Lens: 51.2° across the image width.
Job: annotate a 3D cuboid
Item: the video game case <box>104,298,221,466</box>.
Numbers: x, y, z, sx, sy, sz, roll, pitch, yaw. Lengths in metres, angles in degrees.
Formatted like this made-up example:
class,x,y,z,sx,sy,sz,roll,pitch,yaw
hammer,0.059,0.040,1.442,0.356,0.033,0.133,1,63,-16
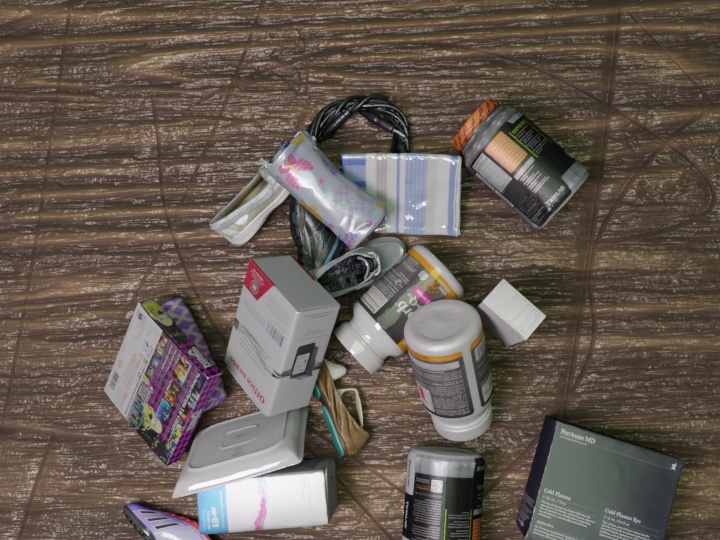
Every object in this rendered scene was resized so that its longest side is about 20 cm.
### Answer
class,x,y,z,sx,sy,sz,roll,pitch,yaw
video game case,-0.319,0.177,1.195,0.181,0.036,0.201,41,120,23

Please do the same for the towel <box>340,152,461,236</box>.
class,x,y,z,sx,sy,sz,roll,pitch,yaw
towel,0.068,-0.122,1.234,0.198,0.024,0.148,3,121,6

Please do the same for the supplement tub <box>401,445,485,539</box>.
class,x,y,z,sx,sy,sz,roll,pitch,yaw
supplement tub,0.127,0.380,1.162,0.121,0.123,0.202,4,83,5

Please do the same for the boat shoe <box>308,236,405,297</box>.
class,x,y,z,sx,sy,sz,roll,pitch,yaw
boat shoe,-0.001,-0.001,1.210,0.200,0.071,0.071,-24,97,-24

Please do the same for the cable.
class,x,y,z,sx,sy,sz,roll,pitch,yaw
cable,-0.015,-0.217,1.276,0.198,0.051,0.165,-4,85,5

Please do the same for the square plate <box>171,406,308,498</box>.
class,x,y,z,sx,sy,sz,roll,pitch,yaw
square plate,-0.181,0.267,1.162,0.198,0.198,0.029,-16,103,2

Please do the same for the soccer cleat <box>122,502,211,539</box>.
class,x,y,z,sx,sy,sz,roll,pitch,yaw
soccer cleat,-0.296,0.430,1.225,0.199,0.068,0.073,32,63,11

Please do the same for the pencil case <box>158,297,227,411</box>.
class,x,y,z,sx,sy,sz,roll,pitch,yaw
pencil case,-0.292,0.146,1.245,0.084,0.085,0.201,-19,81,-36

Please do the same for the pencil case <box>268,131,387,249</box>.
class,x,y,z,sx,sy,sz,roll,pitch,yaw
pencil case,-0.052,-0.127,1.196,0.200,0.083,0.091,43,76,-5

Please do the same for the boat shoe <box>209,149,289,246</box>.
class,x,y,z,sx,sy,sz,roll,pitch,yaw
boat shoe,-0.169,-0.134,1.256,0.065,0.074,0.202,36,98,-34

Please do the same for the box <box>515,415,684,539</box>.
class,x,y,z,sx,sy,sz,roll,pitch,yaw
box,0.364,0.344,1.158,0.198,0.104,0.184,17,86,6

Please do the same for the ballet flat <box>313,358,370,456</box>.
class,x,y,z,sx,sy,sz,roll,pitch,yaw
ballet flat,-0.043,0.201,1.229,0.072,0.068,0.201,-25,81,-19

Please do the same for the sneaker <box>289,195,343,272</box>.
class,x,y,z,sx,sy,sz,roll,pitch,yaw
sneaker,-0.073,-0.060,1.263,0.081,0.073,0.202,-6,88,-13

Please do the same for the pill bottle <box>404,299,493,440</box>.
class,x,y,z,sx,sy,sz,roll,pitch,yaw
pill bottle,0.140,0.154,1.141,0.115,0.117,0.201,-14,123,2

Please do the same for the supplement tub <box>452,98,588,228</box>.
class,x,y,z,sx,sy,sz,roll,pitch,yaw
supplement tub,0.253,-0.174,1.209,0.200,0.123,0.123,43,88,7

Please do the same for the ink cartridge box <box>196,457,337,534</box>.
class,x,y,z,sx,sy,sz,roll,pitch,yaw
ink cartridge box,-0.139,0.349,1.174,0.198,0.145,0.085,-7,83,4

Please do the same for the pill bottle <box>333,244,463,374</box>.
class,x,y,z,sx,sy,sz,roll,pitch,yaw
pill bottle,0.060,0.064,1.206,0.200,0.116,0.116,-44,82,-1

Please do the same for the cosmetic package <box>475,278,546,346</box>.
class,x,y,z,sx,sy,sz,roll,pitch,yaw
cosmetic package,0.222,0.068,1.151,0.083,0.200,0.051,44,86,8

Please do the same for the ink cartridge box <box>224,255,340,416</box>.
class,x,y,z,sx,sy,sz,roll,pitch,yaw
ink cartridge box,-0.126,0.100,1.163,0.145,0.083,0.201,43,127,38
